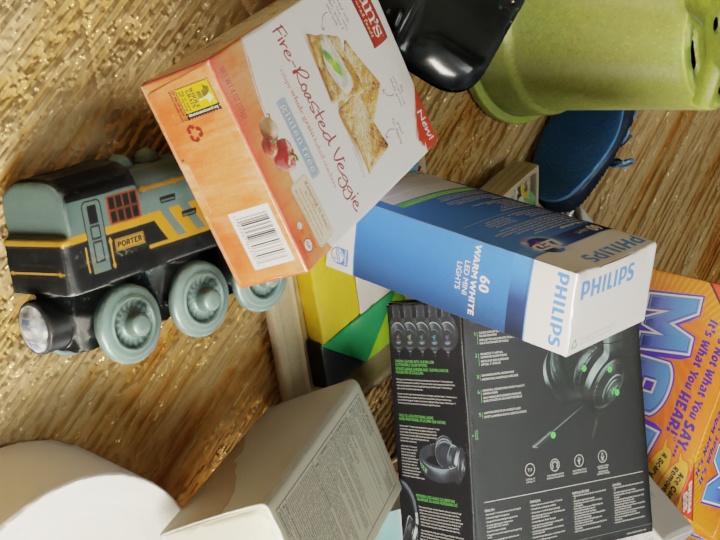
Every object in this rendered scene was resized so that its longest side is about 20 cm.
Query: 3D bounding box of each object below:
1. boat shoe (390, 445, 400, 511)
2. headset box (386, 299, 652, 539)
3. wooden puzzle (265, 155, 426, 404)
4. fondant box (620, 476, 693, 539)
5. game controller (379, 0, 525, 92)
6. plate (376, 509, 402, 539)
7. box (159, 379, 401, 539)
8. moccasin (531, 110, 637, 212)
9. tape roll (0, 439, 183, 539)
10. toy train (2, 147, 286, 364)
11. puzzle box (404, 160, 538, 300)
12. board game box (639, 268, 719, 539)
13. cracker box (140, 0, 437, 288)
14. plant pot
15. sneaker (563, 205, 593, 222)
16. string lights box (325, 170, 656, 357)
[{"bbox_3d":[0.062,0.132,1.062,0.076,0.074,0.200,-45,167,36],"label":"boat shoe"},{"bbox_3d":[0.117,0.102,0.950,0.174,0.093,0.201,-5,91,-34],"label":"headset box"},{"bbox_3d":[0.000,0.000,0.964,0.185,0.037,0.201,-38,129,-37],"label":"wooden puzzle"},{"bbox_3d":[0.158,0.226,1.085,0.058,0.144,0.200,-6,139,-49],"label":"fondant box"},{"bbox_3d":[0.079,-0.229,0.948,0.104,0.042,0.200,34,74,-18],"label":"game controller"},{"bbox_3d":[-0.037,0.244,1.012,0.200,0.026,0.201,-21,118,-45],"label":"plate"},{"bbox_3d":[-0.044,0.156,0.849,0.095,0.078,0.200,67,20,-9],"label":"box"},{"bbox_3d":[0.219,-0.129,1.155,0.200,0.080,0.068,-58,144,-18],"label":"moccasin"},{"bbox_3d":[-0.192,0.206,0.772,0.202,0.071,0.203,-21,119,-45],"label":"tape roll"},{"bbox_3d":[-0.123,-0.017,0.777,0.200,0.085,0.114,-22,109,-45],"label":"toy train"},{"bbox_3d":[0.094,0.007,1.060,0.200,0.025,0.133,-40,136,-48],"label":"puzzle box"},{"bbox_3d":[0.272,0.123,1.208,0.200,0.200,0.200,36,74,-50],"label":"board game box"},{"bbox_3d":[-0.035,-0.096,0.805,0.200,0.058,0.134,-48,118,-52],"label":"cracker box"},{"bbox_3d":[0.208,-0.204,1.030,0.200,0.184,0.201,-21,117,-46],"label":"plant pot"},{"bbox_3d":[0.157,0.025,1.098,0.200,0.075,0.089,-60,136,-40],"label":"sneaker"},{"bbox_3d":[0.085,-0.011,0.873,0.103,0.200,0.059,-17,119,-47],"label":"string lights box"}]
